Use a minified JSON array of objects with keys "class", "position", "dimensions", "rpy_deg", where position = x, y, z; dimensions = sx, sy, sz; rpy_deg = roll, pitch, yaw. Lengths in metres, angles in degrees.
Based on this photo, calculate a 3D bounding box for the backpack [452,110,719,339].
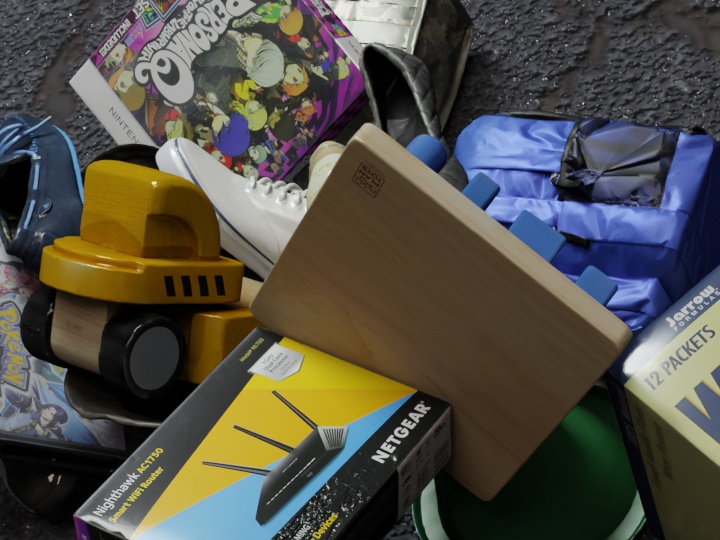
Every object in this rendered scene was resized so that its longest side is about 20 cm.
[{"class":"backpack","position":[0.145,-0.021,1.537],"dimensions":[0.199,0.163,0.169],"rpy_deg":[12,62,25]}]

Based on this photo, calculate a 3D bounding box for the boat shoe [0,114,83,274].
[{"class":"boat shoe","position":[-0.250,-0.068,1.661],"dimensions":[0.085,0.068,0.200],"rpy_deg":[-62,32,15]}]

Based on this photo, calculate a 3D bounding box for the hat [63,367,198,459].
[{"class":"hat","position":[-0.115,0.121,1.549],"dimensions":[0.199,0.200,0.082],"rpy_deg":[17,104,29]}]

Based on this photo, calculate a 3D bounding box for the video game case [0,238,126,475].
[{"class":"video game case","position":[-0.231,0.057,1.618],"dimensions":[0.026,0.180,0.201],"rpy_deg":[-53,38,36]}]

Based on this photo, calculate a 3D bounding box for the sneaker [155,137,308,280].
[{"class":"sneaker","position":[-0.058,-0.035,1.615],"dimensions":[0.071,0.200,0.073],"rpy_deg":[-45,10,16]}]

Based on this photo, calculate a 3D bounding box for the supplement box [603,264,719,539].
[{"class":"supplement box","position":[0.274,0.127,1.354],"dimensions":[0.134,0.201,0.200],"rpy_deg":[-38,51,-13]}]

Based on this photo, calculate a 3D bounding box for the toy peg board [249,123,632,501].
[{"class":"toy peg board","position":[0.062,0.008,1.378],"dimensions":[0.200,0.199,0.098],"rpy_deg":[38,51,4]}]

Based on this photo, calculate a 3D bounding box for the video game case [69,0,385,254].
[{"class":"video game case","position":[-0.102,-0.142,1.664],"dimensions":[0.200,0.036,0.182],"rpy_deg":[-44,77,25]}]

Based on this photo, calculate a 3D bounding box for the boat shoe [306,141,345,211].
[{"class":"boat shoe","position":[-0.003,0.000,1.548],"dimensions":[0.073,0.201,0.063],"rpy_deg":[-15,46,2]}]

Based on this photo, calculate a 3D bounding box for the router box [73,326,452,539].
[{"class":"router box","position":[-0.056,0.130,1.350],"dimensions":[0.148,0.051,0.200],"rpy_deg":[20,43,24]}]

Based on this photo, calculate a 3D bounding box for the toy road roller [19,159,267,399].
[{"class":"toy road roller","position":[-0.128,0.002,1.533],"dimensions":[0.122,0.199,0.147],"rpy_deg":[16,102,43]}]

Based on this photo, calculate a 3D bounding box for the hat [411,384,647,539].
[{"class":"hat","position":[0.085,0.099,1.455],"dimensions":[0.199,0.177,0.166],"rpy_deg":[-22,48,3]}]

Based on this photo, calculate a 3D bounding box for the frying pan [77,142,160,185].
[{"class":"frying pan","position":[-0.137,-0.015,1.660],"dimensions":[0.190,0.031,0.115],"rpy_deg":[38,103,11]}]

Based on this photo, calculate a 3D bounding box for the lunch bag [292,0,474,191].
[{"class":"lunch bag","position":[-0.021,-0.137,1.715],"dimensions":[0.163,0.118,0.201],"rpy_deg":[4,62,24]}]

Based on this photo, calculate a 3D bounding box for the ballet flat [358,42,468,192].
[{"class":"ballet flat","position":[0.031,-0.078,1.523],"dimensions":[0.066,0.057,0.201],"rpy_deg":[-43,38,26]}]

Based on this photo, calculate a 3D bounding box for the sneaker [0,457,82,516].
[{"class":"sneaker","position":[-0.279,0.092,1.619],"dimensions":[0.075,0.115,0.200],"rpy_deg":[-48,43,16]}]
